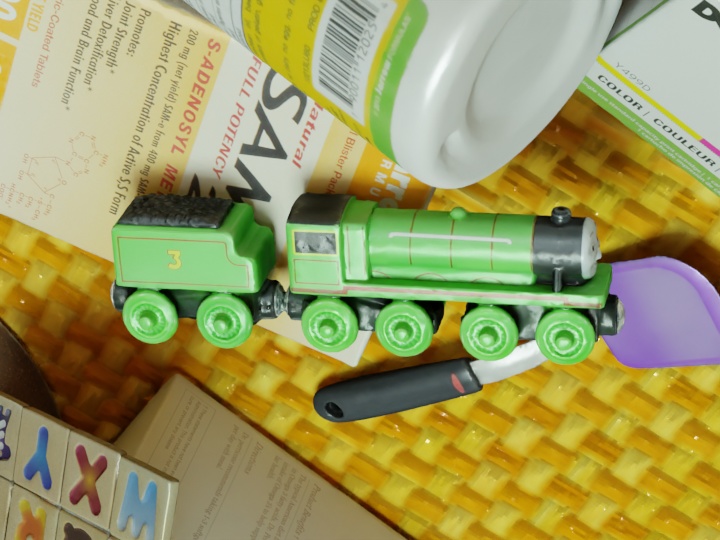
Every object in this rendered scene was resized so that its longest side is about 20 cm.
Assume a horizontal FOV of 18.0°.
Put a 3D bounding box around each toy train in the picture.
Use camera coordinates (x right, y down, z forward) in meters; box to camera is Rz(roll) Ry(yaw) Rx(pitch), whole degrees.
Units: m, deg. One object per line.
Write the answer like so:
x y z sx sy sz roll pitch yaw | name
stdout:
0.000 0.000 0.852 0.198 0.042 0.057 2 114 12 | toy train

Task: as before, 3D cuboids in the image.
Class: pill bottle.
-0.015 -0.127 0.784 0.200 0.111 0.112 39 130 22 | pill bottle

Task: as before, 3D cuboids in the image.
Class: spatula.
0.063 0.036 0.956 0.199 0.021 0.057 -17 118 27 | spatula

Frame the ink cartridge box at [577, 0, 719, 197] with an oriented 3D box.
0.180 -0.080 0.754 0.147 0.076 0.200 36 158 -9 | ink cartridge box

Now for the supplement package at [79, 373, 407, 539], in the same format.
-0.048 0.168 1.020 0.199 0.117 0.117 37 125 -8 | supplement package

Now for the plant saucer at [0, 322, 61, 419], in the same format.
-0.236 0.080 1.068 0.199 0.037 0.202 8 125 11 | plant saucer

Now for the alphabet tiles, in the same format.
-0.153 0.138 0.968 0.199 0.008 0.169 20 105 43 | alphabet tiles

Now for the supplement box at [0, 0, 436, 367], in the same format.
-0.065 -0.063 0.895 0.199 0.074 0.127 23 127 0 | supplement box
